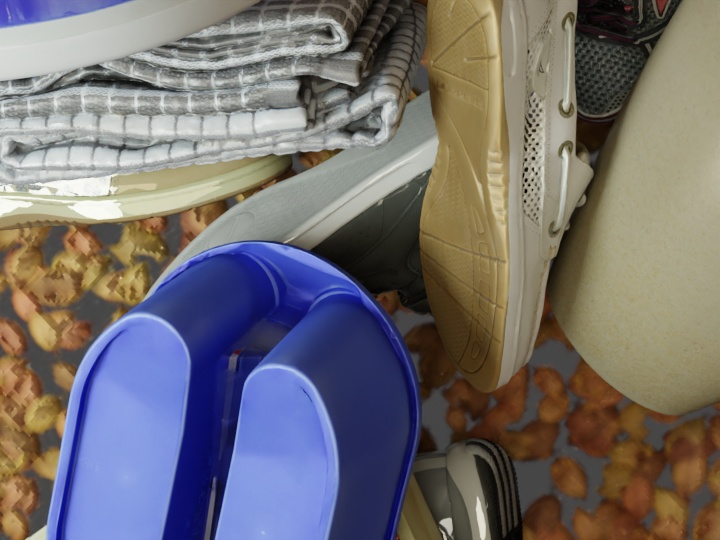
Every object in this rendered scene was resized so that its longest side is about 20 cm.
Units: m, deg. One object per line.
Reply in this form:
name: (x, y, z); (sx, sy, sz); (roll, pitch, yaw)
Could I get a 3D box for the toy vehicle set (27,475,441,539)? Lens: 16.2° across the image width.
toy vehicle set: (-0.061, 0.137, 1.197); (0.200, 0.026, 0.125); (-35, 70, 24)

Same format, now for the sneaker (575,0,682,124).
sneaker: (0.107, -0.140, 1.111); (0.080, 0.075, 0.200); (10, 137, 8)

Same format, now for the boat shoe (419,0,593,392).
boat shoe: (0.071, -0.041, 1.099); (0.069, 0.071, 0.201); (-17, 124, -29)

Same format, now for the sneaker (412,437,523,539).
sneaker: (0.025, 0.184, 1.217); (0.115, 0.075, 0.201); (-6, 87, 17)

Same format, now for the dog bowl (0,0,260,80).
dog bowl: (-0.126, -0.151, 1.054); (0.199, 0.200, 0.079); (-6, 115, 12)

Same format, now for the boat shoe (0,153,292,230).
boat shoe: (-0.132, -0.056, 1.204); (0.199, 0.073, 0.063); (-5, 99, 10)

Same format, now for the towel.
towel: (-0.073, -0.109, 1.131); (0.199, 0.166, 0.086); (-5, 113, 12)

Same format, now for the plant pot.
plant pot: (0.177, -0.035, 1.108); (0.187, 0.187, 0.200); (44, 119, 2)

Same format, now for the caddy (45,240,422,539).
caddy: (-0.052, 0.088, 1.109); (0.141, 0.105, 0.201); (20, 113, 17)

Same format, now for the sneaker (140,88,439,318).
sneaker: (0.000, 0.000, 1.169); (0.200, 0.071, 0.099); (-31, 117, 4)
